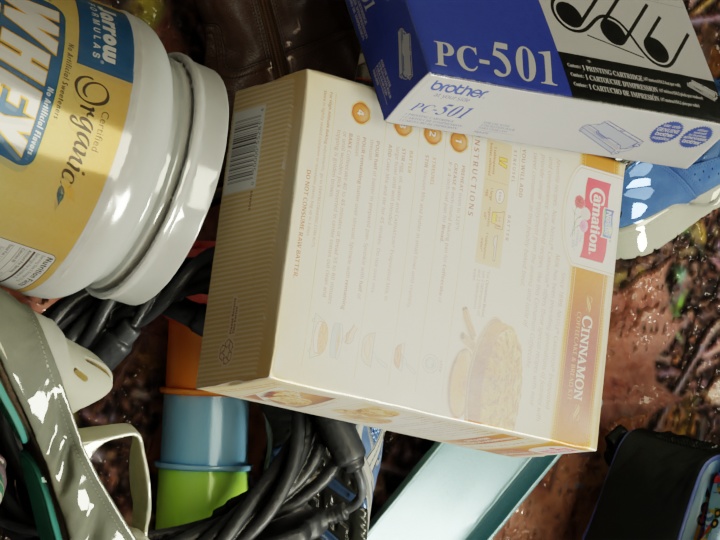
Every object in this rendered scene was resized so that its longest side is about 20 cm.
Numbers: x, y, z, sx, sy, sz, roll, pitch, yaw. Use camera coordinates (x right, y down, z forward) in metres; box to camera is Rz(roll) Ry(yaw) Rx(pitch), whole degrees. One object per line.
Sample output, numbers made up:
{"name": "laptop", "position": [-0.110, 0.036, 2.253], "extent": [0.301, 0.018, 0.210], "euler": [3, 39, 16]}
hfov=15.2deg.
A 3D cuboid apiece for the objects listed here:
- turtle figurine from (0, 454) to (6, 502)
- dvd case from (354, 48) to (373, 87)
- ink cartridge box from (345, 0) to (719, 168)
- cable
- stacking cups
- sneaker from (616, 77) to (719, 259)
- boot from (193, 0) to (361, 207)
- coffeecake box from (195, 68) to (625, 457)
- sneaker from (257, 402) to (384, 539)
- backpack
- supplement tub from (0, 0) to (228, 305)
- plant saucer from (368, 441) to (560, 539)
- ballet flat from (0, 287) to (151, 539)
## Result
{"name": "turtle figurine", "position": [-0.216, 0.098, 1.287], "extent": [0.101, 0.149, 0.201], "euler": [-38, 124, -48]}
{"name": "dvd case", "position": [0.074, -0.170, 1.408], "extent": [0.146, 0.022, 0.201], "euler": [7, 94, -36]}
{"name": "ink cartridge box", "position": [0.090, -0.111, 1.361], "extent": [0.199, 0.044, 0.094], "euler": [6, 54, -36]}
{"name": "cable", "position": [-0.101, 0.078, 1.365], "extent": [0.199, 0.051, 0.164], "euler": [-15, 96, -4]}
{"name": "stacking cups", "position": [-0.086, 0.084, 1.428], "extent": [0.060, 0.060, 0.201], "euler": [2, 87, -37]}
{"name": "sneaker", "position": [0.200, -0.102, 1.609], "extent": [0.200, 0.077, 0.112], "euler": [-32, 121, -24]}
{"name": "boot", "position": [-0.090, -0.134, 1.402], "extent": [0.186, 0.064, 0.201], "euler": [-17, 91, -12]}
{"name": "coffeecake box", "position": [0.029, 0.001, 1.353], "extent": [0.199, 0.073, 0.154], "euler": [14, 76, -31]}
{"name": "sneaker", "position": [-0.022, 0.066, 1.439], "extent": [0.075, 0.077, 0.201], "euler": [8, 103, 2]}
{"name": "backpack", "position": [0.223, 0.208, 1.614], "extent": [0.200, 0.134, 0.183], "euler": [30, 76, -37]}
{"name": "supplement tub", "position": [-0.178, -0.071, 1.269], "extent": [0.199, 0.145, 0.145], "euler": [19, 82, -25]}
{"name": "plant saucer", "position": [0.053, 0.128, 1.527], "extent": [0.200, 0.019, 0.070], "euler": [-50, 120, -9]}
{"name": "ballet flat", "position": [-0.141, 0.073, 1.288], "extent": [0.064, 0.067, 0.201], "euler": [-24, 119, -14]}
